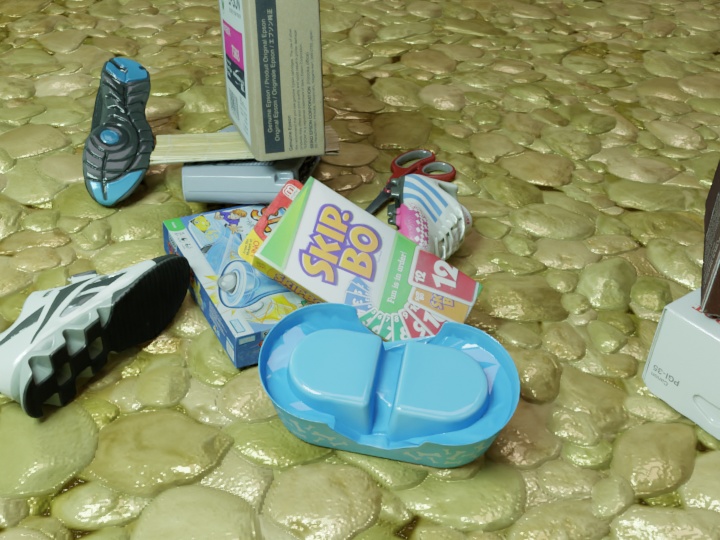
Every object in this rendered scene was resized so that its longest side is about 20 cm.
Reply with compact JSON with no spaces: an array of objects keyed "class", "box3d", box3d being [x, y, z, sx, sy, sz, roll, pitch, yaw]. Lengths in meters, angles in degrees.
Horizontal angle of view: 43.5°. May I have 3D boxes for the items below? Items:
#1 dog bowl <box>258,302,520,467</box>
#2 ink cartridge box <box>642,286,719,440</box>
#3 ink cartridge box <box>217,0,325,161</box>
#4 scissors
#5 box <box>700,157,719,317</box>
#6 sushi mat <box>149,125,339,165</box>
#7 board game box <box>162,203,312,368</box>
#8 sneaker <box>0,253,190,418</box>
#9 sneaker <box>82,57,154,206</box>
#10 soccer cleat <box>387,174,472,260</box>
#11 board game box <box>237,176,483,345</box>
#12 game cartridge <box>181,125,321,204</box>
[{"class":"dog bowl","box3d":[0.021,0.091,0.692,0.197,0.050,0.112,8,48,7]},{"class":"ink cartridge box","box3d":[0.358,0.066,0.753,0.198,0.084,0.146,-21,42,-33]},{"class":"ink cartridge box","box3d":[-0.095,-0.218,0.925,0.074,0.167,0.200,-9,23,-14]},{"class":"scissors","box3d":[0.032,-0.094,1.019,0.073,0.014,0.199,31,43,30]},{"class":"box","box3d":[0.376,-0.062,0.720,0.163,0.166,0.200,14,34,14]},{"class":"sushi mat","box3d":[-0.121,-0.132,0.954,0.196,0.012,0.096,-4,22,-5]},{"class":"board game box","box3d":[-0.090,0.003,0.837,0.134,0.035,0.200,-13,37,-25]},{"class":"sneaker","box3d":[-0.226,0.032,0.745,0.088,0.075,0.200,24,38,24]},{"class":"sneaker","box3d":[-0.268,-0.142,1.009,0.072,0.082,0.202,12,51,-16]},{"class":"soccer cleat","box3d":[0.071,-0.038,0.886,0.085,0.071,0.201,3,34,-1]},{"class":"board game box","box3d":[0.000,0.000,0.774,0.198,0.030,0.096,31,62,5]},{"class":"game cartridge","box3d":[-0.118,-0.118,0.981,0.131,0.042,0.201,5,24,7]}]
